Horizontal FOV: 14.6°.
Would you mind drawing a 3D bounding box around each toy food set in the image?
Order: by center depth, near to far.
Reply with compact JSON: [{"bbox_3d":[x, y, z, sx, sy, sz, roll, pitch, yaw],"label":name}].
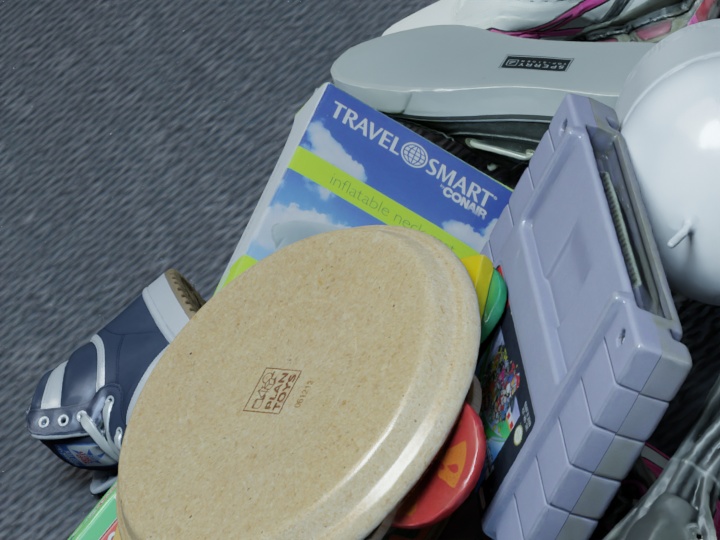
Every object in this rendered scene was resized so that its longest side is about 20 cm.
[{"bbox_3d":[-0.024,0.065,1.207,0.197,0.049,0.201,-14,44,37],"label":"toy food set"}]

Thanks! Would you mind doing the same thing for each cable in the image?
[{"bbox_3d":[0.130,0.102,1.108,0.200,0.050,0.097,-55,19,-26],"label":"cable"}]

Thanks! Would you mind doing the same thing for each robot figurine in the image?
[{"bbox_3d":[0.169,-0.050,1.281,0.169,0.113,0.200,-39,8,13],"label":"robot figurine"}]

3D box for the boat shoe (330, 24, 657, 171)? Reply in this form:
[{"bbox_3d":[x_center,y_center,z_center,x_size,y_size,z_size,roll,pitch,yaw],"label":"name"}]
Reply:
[{"bbox_3d":[0.076,-0.081,1.443,0.199,0.064,0.071,8,37,30],"label":"boat shoe"}]

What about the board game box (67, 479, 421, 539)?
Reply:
[{"bbox_3d":[-0.055,0.133,1.286,0.200,0.135,0.029,-50,5,-17],"label":"board game box"}]

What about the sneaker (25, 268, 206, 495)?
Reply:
[{"bbox_3d":[-0.103,0.089,1.427,0.108,0.070,0.200,-36,36,5],"label":"sneaker"}]

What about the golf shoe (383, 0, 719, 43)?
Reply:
[{"bbox_3d":[0.088,-0.149,1.499,0.199,0.092,0.073,-17,41,27],"label":"golf shoe"}]

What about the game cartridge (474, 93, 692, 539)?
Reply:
[{"bbox_3d":[0.082,0.027,1.189,0.130,0.038,0.200,-58,21,26],"label":"game cartridge"}]

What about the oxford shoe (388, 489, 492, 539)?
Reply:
[{"bbox_3d":[0.070,0.118,1.267,0.073,0.071,0.200,29,72,29],"label":"oxford shoe"}]

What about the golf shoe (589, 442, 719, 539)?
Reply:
[{"bbox_3d":[0.136,0.128,1.174,0.073,0.092,0.200,-59,38,10],"label":"golf shoe"}]

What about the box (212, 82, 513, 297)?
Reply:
[{"bbox_3d":[0.000,0.000,1.395,0.048,0.122,0.200,-47,15,54],"label":"box"}]
